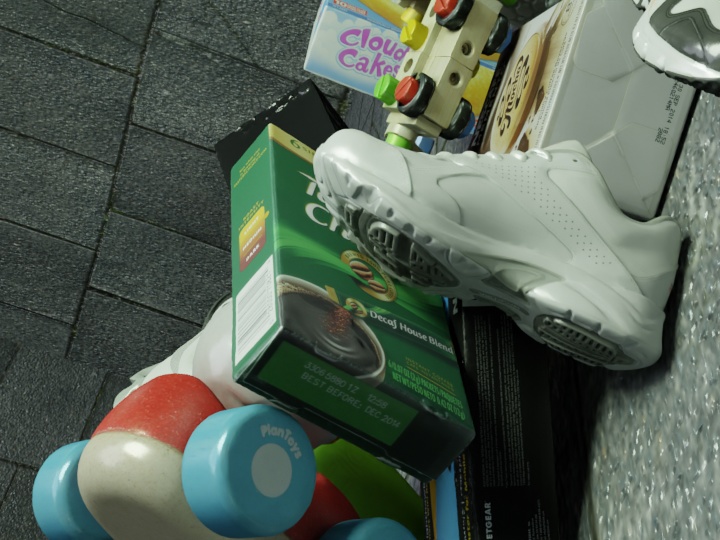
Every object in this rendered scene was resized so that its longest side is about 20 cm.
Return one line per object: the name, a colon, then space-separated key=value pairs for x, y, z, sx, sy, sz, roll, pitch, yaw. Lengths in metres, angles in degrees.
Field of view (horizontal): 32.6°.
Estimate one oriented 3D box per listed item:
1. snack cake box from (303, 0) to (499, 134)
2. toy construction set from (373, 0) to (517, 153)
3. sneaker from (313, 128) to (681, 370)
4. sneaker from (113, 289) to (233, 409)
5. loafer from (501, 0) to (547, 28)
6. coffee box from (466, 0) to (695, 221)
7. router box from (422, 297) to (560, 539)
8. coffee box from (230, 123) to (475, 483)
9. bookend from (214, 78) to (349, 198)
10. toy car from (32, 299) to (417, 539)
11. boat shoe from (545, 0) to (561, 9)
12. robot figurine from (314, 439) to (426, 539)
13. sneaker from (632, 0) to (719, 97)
snack cake box: x=0.053 y=-0.202 z=1.150 sx=0.116 sy=0.198 sz=0.068 roll=-83 pitch=15 yaw=-58
toy construction set: x=0.047 y=-0.145 z=0.853 sx=0.131 sy=0.091 sz=0.203 roll=18 pitch=97 yaw=63
sneaker: x=0.073 y=-0.030 z=0.632 sx=0.100 sy=0.198 sz=0.078 roll=-63 pitch=2 yaw=-20
sneaker: x=-0.073 y=0.055 z=0.823 sx=0.088 sy=0.075 sz=0.200 roll=-28 pitch=11 yaw=33
loafer: x=0.119 y=-0.253 z=0.953 sx=0.200 sy=0.069 sz=0.071 roll=42 pitch=-133 yaw=-53
coffee box: x=0.131 y=-0.096 z=0.768 sx=0.200 sy=0.079 sz=0.115 roll=-163 pitch=91 yaw=-83
router box: x=0.068 y=0.066 z=0.720 sx=0.149 sy=0.050 sz=0.203 roll=120 pitch=149 yaw=-75
coffee box: x=-0.010 y=0.010 z=0.658 sx=0.044 sy=0.122 sz=0.201 roll=-49 pitch=25 yaw=23
bookend: x=0.000 y=0.000 z=0.912 sx=0.092 sy=0.199 sz=0.201 roll=-32 pitch=45 yaw=9
toy car: x=-0.045 y=0.089 z=0.688 sx=0.183 sy=0.177 sz=0.201 roll=-18 pitch=34 yaw=47
boat shoe: x=0.170 y=-0.259 z=0.912 sx=0.074 sy=0.067 sz=0.202 roll=122 pitch=164 yaw=-62
robot figurine: x=-0.013 y=0.177 z=0.812 sx=0.116 sy=0.200 sz=0.175 roll=-42 pitch=4 yaw=0
sneaker: x=0.173 y=-0.139 z=0.586 sx=0.201 sy=0.073 sz=0.081 roll=-85 pitch=17 yaw=-59
